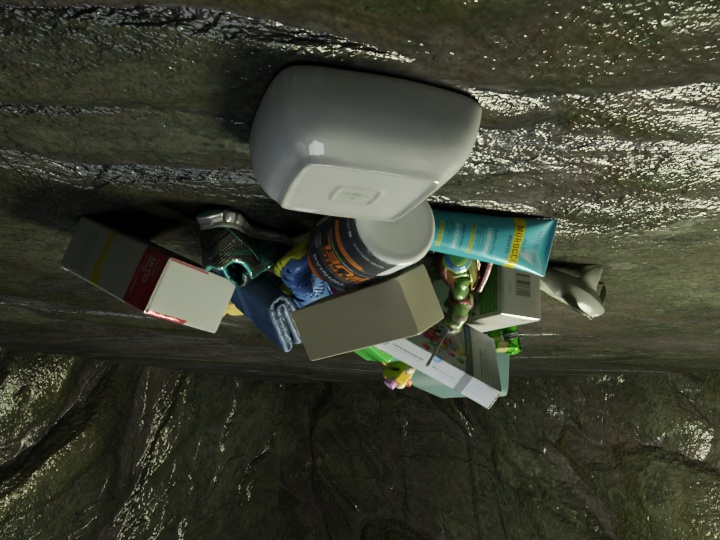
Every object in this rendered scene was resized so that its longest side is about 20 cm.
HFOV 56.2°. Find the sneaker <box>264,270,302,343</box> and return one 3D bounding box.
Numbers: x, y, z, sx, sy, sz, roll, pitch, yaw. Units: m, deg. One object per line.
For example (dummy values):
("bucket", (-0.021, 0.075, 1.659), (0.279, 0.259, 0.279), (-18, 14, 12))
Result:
("sneaker", (-0.131, 0.039, 1.159), (0.200, 0.078, 0.086), (33, 145, 10))

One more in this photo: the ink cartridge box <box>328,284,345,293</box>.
("ink cartridge box", (-0.062, 0.026, 1.149), (0.200, 0.037, 0.095), (28, 179, 27))

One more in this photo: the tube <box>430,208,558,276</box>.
("tube", (0.160, -0.043, 0.888), (0.199, 0.078, 0.050), (8, -161, -12))

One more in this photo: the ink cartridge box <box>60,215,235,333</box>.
("ink cartridge box", (-0.302, 0.005, 0.962), (0.199, 0.084, 0.145), (21, 177, 31))

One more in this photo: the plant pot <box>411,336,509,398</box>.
("plant pot", (0.175, 0.151, 1.419), (0.199, 0.197, 0.195), (20, 158, -35))

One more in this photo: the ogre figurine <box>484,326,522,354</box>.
("ogre figurine", (0.238, 0.094, 1.302), (0.199, 0.120, 0.098), (6, 162, -20))

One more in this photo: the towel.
("towel", (-0.161, 0.039, 1.056), (0.200, 0.048, 0.112), (34, 149, 45))

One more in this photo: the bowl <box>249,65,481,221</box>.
("bowl", (-0.002, -0.105, 0.645), (0.199, 0.075, 0.200), (5, 166, -18))

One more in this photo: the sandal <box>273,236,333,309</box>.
("sandal", (-0.075, 0.018, 1.009), (0.079, 0.087, 0.200), (-40, 165, -13))

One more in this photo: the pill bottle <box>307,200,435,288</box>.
("pill bottle", (0.000, -0.037, 0.845), (0.106, 0.107, 0.200), (8, 165, -23))

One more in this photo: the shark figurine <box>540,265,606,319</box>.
("shark figurine", (0.387, 0.034, 1.146), (0.214, 0.090, 0.128), (24, -171, -38))

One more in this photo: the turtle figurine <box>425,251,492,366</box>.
("turtle figurine", (0.104, 0.024, 1.000), (0.144, 0.200, 0.194), (31, 179, 16))

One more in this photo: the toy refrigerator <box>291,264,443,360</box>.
("toy refrigerator", (0.007, 0.058, 0.899), (0.200, 0.076, 0.070), (-20, -177, 42))

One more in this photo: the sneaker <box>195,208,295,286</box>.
("sneaker", (-0.164, -0.018, 0.968), (0.077, 0.092, 0.200), (-8, 164, 31))

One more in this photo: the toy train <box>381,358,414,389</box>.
("toy train", (0.109, 0.161, 1.262), (0.150, 0.056, 0.200), (-39, -164, 5))

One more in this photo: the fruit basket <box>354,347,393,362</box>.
("fruit basket", (-0.010, 0.074, 1.255), (0.216, 0.155, 0.216), (44, 166, 14))

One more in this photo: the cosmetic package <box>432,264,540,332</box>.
("cosmetic package", (0.206, 0.043, 1.132), (0.085, 0.108, 0.200), (9, 163, -26))

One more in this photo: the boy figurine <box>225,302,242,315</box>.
("boy figurine", (-0.246, 0.073, 1.409), (0.199, 0.065, 0.124), (-3, 168, 8))

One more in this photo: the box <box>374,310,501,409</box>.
("box", (0.115, 0.108, 1.026), (0.199, 0.041, 0.156), (28, -157, -5))
